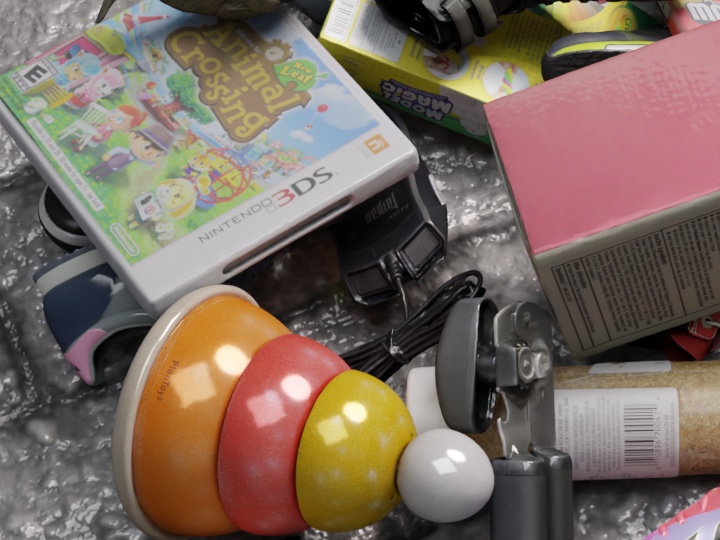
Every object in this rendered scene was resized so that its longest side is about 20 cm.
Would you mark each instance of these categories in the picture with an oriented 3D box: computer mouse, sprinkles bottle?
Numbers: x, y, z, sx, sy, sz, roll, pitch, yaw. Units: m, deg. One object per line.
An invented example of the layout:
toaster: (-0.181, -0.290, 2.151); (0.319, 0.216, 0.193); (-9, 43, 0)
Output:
computer mouse: (0.000, 0.000, 1.392); (0.140, 0.046, 0.200); (-38, 44, 13)
sprinkles bottle: (0.126, 0.085, 1.310); (0.199, 0.068, 0.068); (-2, 58, 5)

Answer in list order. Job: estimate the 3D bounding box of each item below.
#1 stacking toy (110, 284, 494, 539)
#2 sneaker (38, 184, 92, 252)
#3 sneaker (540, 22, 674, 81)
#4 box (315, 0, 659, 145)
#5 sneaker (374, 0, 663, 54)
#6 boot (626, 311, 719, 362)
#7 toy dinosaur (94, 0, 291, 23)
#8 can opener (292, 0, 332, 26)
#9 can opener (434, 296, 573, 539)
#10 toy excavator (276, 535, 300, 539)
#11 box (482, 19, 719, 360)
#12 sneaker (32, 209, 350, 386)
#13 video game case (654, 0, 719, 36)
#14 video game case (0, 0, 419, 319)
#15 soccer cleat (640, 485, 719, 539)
stacking toy: (-0.021, 0.098, 1.256); (0.199, 0.146, 0.146); (15, 61, 28)
sneaker: (-0.127, -0.098, 1.443); (0.072, 0.083, 0.200); (35, 69, 25)
sneaker: (0.198, -0.126, 1.420); (0.199, 0.074, 0.081); (-1, 41, -22)
box: (0.079, -0.141, 1.442); (0.199, 0.048, 0.118); (21, 62, -1)
sneaker: (0.097, -0.165, 1.373); (0.199, 0.071, 0.099); (16, 64, 24)
boot: (0.234, -0.011, 1.359); (0.199, 0.072, 0.145); (-5, 61, 10)
toy dinosaur: (-0.056, -0.178, 1.368); (0.200, 0.102, 0.077); (-36, 82, 1)
can opener: (-0.058, -0.208, 1.512); (0.200, 0.066, 0.053); (28, 109, 24)
can opener: (0.078, 0.114, 1.264); (0.067, 0.053, 0.201); (0, 91, 37)
toy excavator: (-0.040, 0.255, 1.204); (0.100, 0.194, 0.201); (-11, 98, -16)
box: (0.183, -0.052, 1.282); (0.199, 0.128, 0.109); (-19, 59, 5)
sneaker: (-0.090, 0.006, 1.383); (0.199, 0.070, 0.082); (-20, 82, 9)
video game case: (0.243, -0.169, 1.419); (0.142, 0.017, 0.200); (2, 36, -14)
video game case: (-0.095, -0.084, 1.363); (0.182, 0.022, 0.200); (-30, 56, -17)
soccer cleat: (0.197, 0.142, 1.259); (0.199, 0.067, 0.077); (-18, 89, -10)
